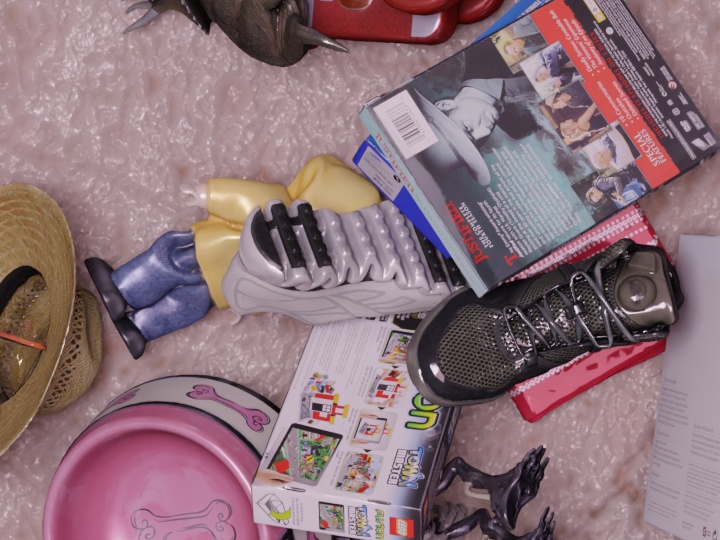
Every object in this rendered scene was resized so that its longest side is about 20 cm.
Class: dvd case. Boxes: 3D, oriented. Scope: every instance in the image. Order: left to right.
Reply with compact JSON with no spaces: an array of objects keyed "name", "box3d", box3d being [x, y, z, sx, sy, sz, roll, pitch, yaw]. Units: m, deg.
[{"name":"dvd case","box3d":[0.119,-0.091,1.489,0.200,0.022,0.146,-31,83,-21]}]

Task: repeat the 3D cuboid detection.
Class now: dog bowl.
[{"name":"dog bowl","box3d":[-0.122,0.172,1.515,0.200,0.074,0.200,3,97,21]}]

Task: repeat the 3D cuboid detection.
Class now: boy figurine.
[{"name":"boy figurine","box3d":[-0.084,-0.020,1.539,0.200,0.064,0.124,-29,132,-4]}]

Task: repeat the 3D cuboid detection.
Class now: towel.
[{"name":"towel","box3d":[0.128,-0.012,1.574,0.145,0.022,0.200,-30,91,0]}]

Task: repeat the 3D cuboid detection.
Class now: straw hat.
[{"name":"straw hat","box3d":[-0.220,0.049,1.535,0.085,0.201,0.201,20,91,-41]}]

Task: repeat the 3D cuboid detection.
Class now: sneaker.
[{"name":"sneaker","box3d":[0.000,0.000,1.515,0.200,0.081,0.075,5,53,-29]},{"name":"sneaker","box3d":[0.127,0.028,1.469,0.199,0.114,0.076,-15,82,-30]}]

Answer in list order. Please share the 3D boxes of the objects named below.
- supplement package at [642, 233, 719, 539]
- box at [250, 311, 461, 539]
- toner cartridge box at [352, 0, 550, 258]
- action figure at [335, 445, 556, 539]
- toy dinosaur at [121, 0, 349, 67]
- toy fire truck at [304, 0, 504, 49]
[{"name":"supplement package","box3d":[0.290,0.085,1.502,0.151,0.152,0.200,7,91,-12]},{"name":"box","box3d":[0.007,0.092,1.488,0.110,0.200,0.035,8,129,11]},{"name":"toner cartridge box","box3d":[0.098,-0.108,1.523,0.095,0.043,0.200,46,69,2]},{"name":"action figure","box3d":[0.038,0.153,1.538,0.200,0.102,0.119,4,124,35]},{"name":"toy dinosaur","box3d":[-0.068,-0.180,1.514,0.200,0.077,0.102,30,133,27]},{"name":"toy fire truck","box3d":[0.009,-0.247,1.533,0.168,0.112,0.200,4,94,20]}]
